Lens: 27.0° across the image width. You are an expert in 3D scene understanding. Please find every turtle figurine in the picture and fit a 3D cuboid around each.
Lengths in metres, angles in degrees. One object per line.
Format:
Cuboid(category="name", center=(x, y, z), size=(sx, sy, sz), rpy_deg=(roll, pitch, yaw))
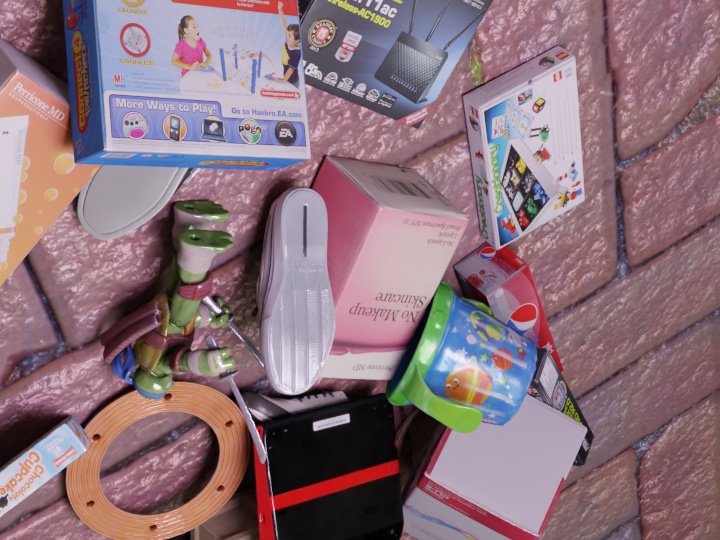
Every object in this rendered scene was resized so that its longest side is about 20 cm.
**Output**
Cuboid(category="turtle figurine", center=(-0.137, 0.044, 1.435), size=(0.144, 0.199, 0.195), rpy_deg=(-42, 148, -59))

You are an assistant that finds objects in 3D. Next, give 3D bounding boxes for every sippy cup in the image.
Cuboid(category="sippy cup", center=(0.111, 0.097, 1.573), size=(0.140, 0.130, 0.178), rpy_deg=(127, -16, -66))

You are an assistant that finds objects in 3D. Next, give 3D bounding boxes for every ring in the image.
Cuboid(category="ring", center=(-0.211, 0.198, 1.563), size=(0.200, 0.019, 0.201), rpy_deg=(-12, 122, -20))

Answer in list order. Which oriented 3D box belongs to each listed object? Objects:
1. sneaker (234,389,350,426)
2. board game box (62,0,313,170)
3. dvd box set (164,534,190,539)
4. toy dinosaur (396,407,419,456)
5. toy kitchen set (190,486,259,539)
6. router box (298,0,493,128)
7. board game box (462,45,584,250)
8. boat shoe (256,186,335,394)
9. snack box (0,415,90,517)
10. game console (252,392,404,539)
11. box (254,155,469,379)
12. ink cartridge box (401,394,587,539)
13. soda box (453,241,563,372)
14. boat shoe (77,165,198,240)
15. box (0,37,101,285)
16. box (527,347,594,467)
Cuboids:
Cuboid(category="sneaker", center=(-0.061, 0.160, 1.647), size=(0.200, 0.074, 0.080), rpy_deg=(27, 77, -43))
Cuboid(category="board game box", center=(-0.142, -0.185, 1.229), size=(0.199, 0.056, 0.197), rpy_deg=(0, 82, -38))
Cuboid(category="dvd box set", center=(-0.240, 0.387, 1.700), size=(0.146, 0.029, 0.200), rpy_deg=(27, 103, -46))
Cuboid(category="toy dinosaur", center=(0.030, 0.240, 1.788), size=(0.106, 0.060, 0.201), rpy_deg=(-41, 150, -60))
Cuboid(category="toy kitchen set", center=(-0.076, 0.362, 1.670), size=(0.180, 0.163, 0.201), rpy_deg=(-17, 120, -36))
Cuboid(category="router box", center=(0.012, -0.232, 1.388), size=(0.200, 0.062, 0.150), rpy_deg=(15, 110, -43))
Cuboid(category="board game box", center=(0.180, -0.129, 1.617), size=(0.126, 0.035, 0.200), rpy_deg=(-28, 135, -18))
Cuboid(category="boat shoe", center=(-0.064, 0.021, 1.461), size=(0.073, 0.067, 0.201), rpy_deg=(9, 84, -21))
Cuboid(category="snack box", center=(-0.348, 0.215, 1.428), size=(0.200, 0.116, 0.037), rpy_deg=(-38, 94, -7))
Cuboid(category="game console", center=(-0.033, 0.234, 1.615), size=(0.200, 0.031, 0.178), rpy_deg=(-9, 94, -44))
Cuboid(category="box", center=(0.000, 0.000, 1.525), size=(0.128, 0.109, 0.201), rpy_deg=(5, 118, -40))
Cuboid(category="ink cartridge box", center=(0.140, 0.233, 1.693), size=(0.146, 0.144, 0.200), rpy_deg=(-62, 178, -27))
Cuboid(category="soda box", center=(0.173, 0.058, 1.732), size=(0.063, 0.070, 0.200), rpy_deg=(-36, 137, -11))
Cuboid(category="boat shoe", center=(-0.174, -0.106, 1.341), size=(0.200, 0.076, 0.060), rpy_deg=(-41, 178, 18))
Cuboid(category="box", center=(-0.317, -0.080, 1.228), size=(0.200, 0.097, 0.124), rpy_deg=(-49, 137, 5))
Cuboid(category="box", center=(0.168, 0.151, 1.738), size=(0.200, 0.160, 0.044), rpy_deg=(58, 48, -47))
